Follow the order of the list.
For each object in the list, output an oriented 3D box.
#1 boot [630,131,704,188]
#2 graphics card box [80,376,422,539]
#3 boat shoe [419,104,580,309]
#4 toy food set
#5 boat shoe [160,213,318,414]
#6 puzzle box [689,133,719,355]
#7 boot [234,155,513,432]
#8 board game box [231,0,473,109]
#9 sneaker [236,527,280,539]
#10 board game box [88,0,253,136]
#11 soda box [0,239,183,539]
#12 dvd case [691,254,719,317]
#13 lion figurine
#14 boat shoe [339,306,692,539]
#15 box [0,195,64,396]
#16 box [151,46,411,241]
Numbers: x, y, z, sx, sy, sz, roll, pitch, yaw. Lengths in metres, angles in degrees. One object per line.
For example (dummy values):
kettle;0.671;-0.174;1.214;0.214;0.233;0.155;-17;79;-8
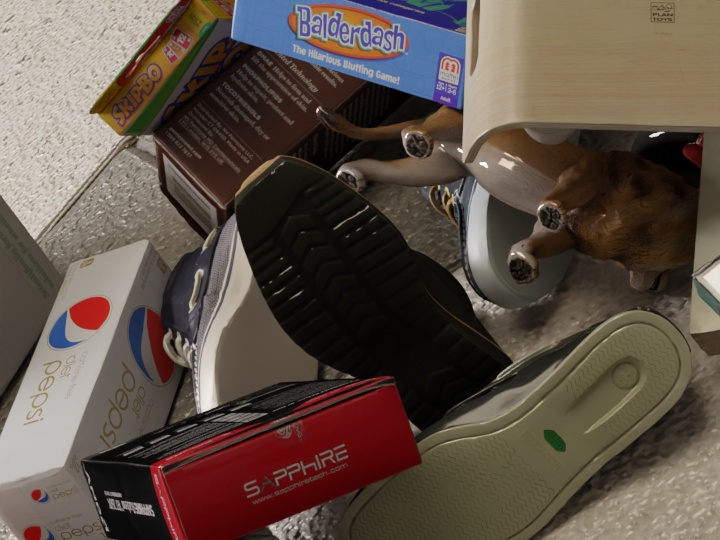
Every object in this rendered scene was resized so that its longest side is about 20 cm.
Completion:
boot;0.245;-0.106;1.339;0.200;0.072;0.144;-14;38;38
graphics card box;-0.060;0.096;1.236;0.125;0.051;0.200;-21;4;-18
boat shoe;0.073;-0.040;1.413;0.091;0.071;0.200;-29;30;34
toy food set;0.153;-0.114;1.257;0.199;0.060;0.144;2;57;3
boat shoe;-0.077;0.046;1.435;0.093;0.075;0.200;-36;27;35
puzzle box;0.238;-0.055;1.250;0.133;0.025;0.200;-9;56;29
boot;0.000;0.000;1.294;0.077;0.200;0.138;-36;26;9
board game box;0.045;-0.150;1.403;0.152;0.045;0.200;19;24;26
sneaker;-0.052;0.177;1.177;0.200;0.088;0.081;20;100;57
board game box;-0.094;-0.127;1.530;0.096;0.030;0.200;-49;-15;16
soda box;-0.156;0.075;1.454;0.064;0.068;0.200;-17;35;25
dvd case;0.278;-0.009;1.161;0.200;0.022;0.146;-37;55;-7
lion figurine;0.085;-0.052;1.302;0.200;0.073;0.122;34;36;18
boat shoe;0.079;0.088;1.233;0.200;0.072;0.068;-35;7;7
box;-0.338;0.017;1.575;0.171;0.199;0.200;-7;40;36
box;-0.036;-0.109;1.551;0.200;0.075;0.100;-40;-13;-14
